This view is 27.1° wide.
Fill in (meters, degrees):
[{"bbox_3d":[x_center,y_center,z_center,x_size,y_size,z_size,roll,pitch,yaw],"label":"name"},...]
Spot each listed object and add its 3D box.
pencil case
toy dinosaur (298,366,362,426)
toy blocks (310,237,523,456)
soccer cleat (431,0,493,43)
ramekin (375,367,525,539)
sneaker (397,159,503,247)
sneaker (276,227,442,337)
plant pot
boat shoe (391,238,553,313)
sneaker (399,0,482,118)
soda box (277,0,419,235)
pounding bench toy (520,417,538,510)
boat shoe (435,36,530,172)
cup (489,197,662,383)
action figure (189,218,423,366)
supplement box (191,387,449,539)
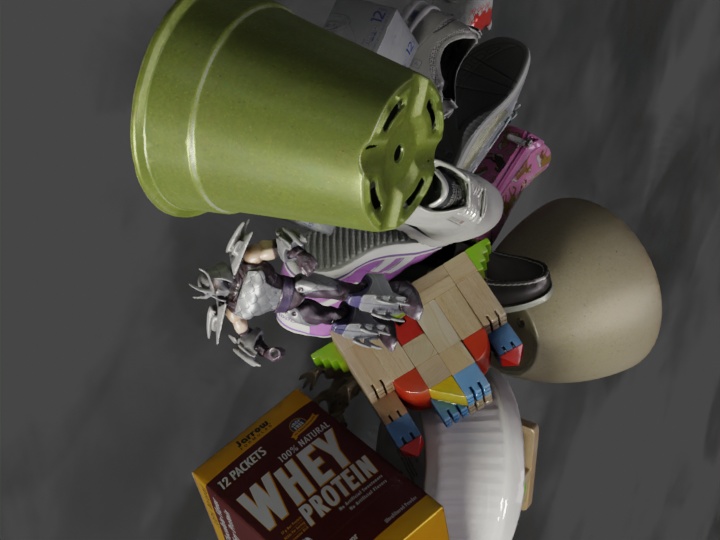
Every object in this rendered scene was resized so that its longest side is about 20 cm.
[{"bbox_3d":[0.133,-0.073,1.642,0.200,0.082,0.087,-55,143,-28],"label":"pencil case"},{"bbox_3d":[-0.009,0.104,1.504,0.101,0.058,0.200,-24,150,-55],"label":"toy dinosaur"},{"bbox_3d":[0.071,0.081,1.399,0.199,0.137,0.100,-31,155,-5],"label":"toy blocks"},{"bbox_3d":[0.110,-0.304,1.478,0.201,0.068,0.085,-61,143,-27],"label":"soccer cleat"},{"bbox_3d":[0.081,0.194,1.480,0.094,0.202,0.203,4,109,-17],"label":"ramekin"},{"bbox_3d":[0.077,-0.064,1.352,0.199,0.080,0.077,6,83,-50],"label":"sneaker"},{"bbox_3d":[-0.001,0.000,1.426,0.200,0.073,0.115,-18,140,-34],"label":"sneaker"},{"bbox_3d":[-0.044,-0.113,1.163,0.200,0.189,0.201,-39,138,-46],"label":"plant pot"},{"bbox_3d":[0.093,-0.001,1.492,0.072,0.200,0.061,-78,168,-57],"label":"boat shoe"},{"bbox_3d":[0.047,-0.152,1.381,0.075,0.082,0.201,29,81,-62],"label":"sneaker"},{"bbox_3d":[-0.023,-0.139,1.326,0.201,0.063,0.068,-66,154,-11],"label":"soda box"},{"bbox_3d":[0.127,0.277,1.805,0.156,0.124,0.201,-39,139,-47],"label":"pounding bench toy"},{"bbox_3d":[0.108,-0.146,1.514,0.203,0.074,0.065,-60,157,-12],"label":"boat shoe"},{"bbox_3d":[0.197,0.040,1.589,0.143,0.200,0.201,-24,129,-36],"label":"cup"},{"bbox_3d":[-0.052,0.023,1.293,0.199,0.070,0.130,9,128,-23],"label":"action figure"},{"bbox_3d":[-0.027,0.258,1.389,0.133,0.200,0.198,-37,141,-22],"label":"supplement box"}]
